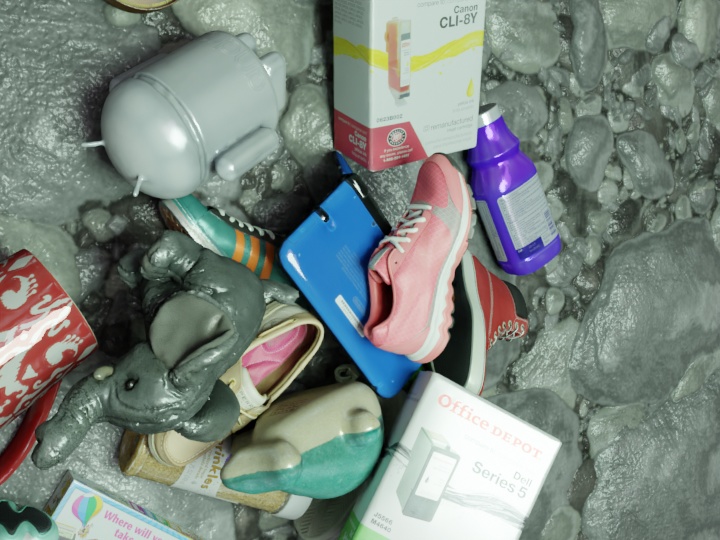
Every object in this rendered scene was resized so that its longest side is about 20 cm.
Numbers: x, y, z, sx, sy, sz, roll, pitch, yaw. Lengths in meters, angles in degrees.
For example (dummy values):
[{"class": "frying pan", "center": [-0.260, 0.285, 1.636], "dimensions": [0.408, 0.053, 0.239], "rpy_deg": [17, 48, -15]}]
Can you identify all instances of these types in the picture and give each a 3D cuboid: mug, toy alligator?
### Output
[{"class": "mug", "center": [-0.335, 0.093, 0.693], "dimensions": [0.133, 0.178, 0.199], "rpy_deg": [43, 65, 13]}, {"class": "toy alligator", "center": [0.053, 0.125, 0.938], "dimensions": [0.196, 0.060, 0.055], "rpy_deg": [-2, 138, -26]}]

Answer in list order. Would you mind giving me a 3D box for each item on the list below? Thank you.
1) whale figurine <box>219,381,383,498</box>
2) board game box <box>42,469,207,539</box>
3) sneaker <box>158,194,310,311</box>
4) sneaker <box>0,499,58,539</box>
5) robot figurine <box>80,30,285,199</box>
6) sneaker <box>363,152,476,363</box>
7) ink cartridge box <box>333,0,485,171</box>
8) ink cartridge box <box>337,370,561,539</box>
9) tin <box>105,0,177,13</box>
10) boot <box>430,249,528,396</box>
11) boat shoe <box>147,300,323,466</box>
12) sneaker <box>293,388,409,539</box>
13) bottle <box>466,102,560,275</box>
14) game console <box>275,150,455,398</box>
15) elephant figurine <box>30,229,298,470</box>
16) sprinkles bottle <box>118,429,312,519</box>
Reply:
[{"class": "whale figurine", "center": [-0.050, 0.174, 0.758], "dimensions": [0.200, 0.156, 0.106], "rpy_deg": [-22, 97, -70]}, {"class": "board game box", "center": [-0.237, 0.304, 0.798], "dimensions": [0.199, 0.034, 0.136], "rpy_deg": [38, 77, -27]}, {"class": "sneaker", "center": [-0.116, -0.021, 0.818], "dimensions": [0.080, 0.071, 0.200], "rpy_deg": [-51, 124, -16]}, {"class": "sneaker", "center": [-0.362, 0.283, 0.702], "dimensions": [0.196, 0.078, 0.143], "rpy_deg": [-2, 100, -12]}, {"class": "robot figurine", "center": [-0.154, -0.143, 0.746], "dimensions": [0.200, 0.168, 0.114], "rpy_deg": [-42, 153, -32]}, {"class": "sneaker", "center": [0.051, -0.017, 0.768], "dimensions": [0.085, 0.073, 0.204], "rpy_deg": [11, 86, -31]}, {"class": "ink cartridge box", "center": [0.050, -0.223, 0.846], "dimensions": [0.143, 0.083, 0.204], "rpy_deg": [-16, 122, -26]}, {"class": "ink cartridge box", "center": [0.082, 0.218, 0.785], "dimensions": [0.144, 0.084, 0.203], "rpy_deg": [27, 83, -1]}, {"class": "tin", "center": [-0.239, -0.322, 0.735], "dimensions": [0.199, 0.042, 0.113], "rpy_deg": [41, 71, -26]}, {"class": "boot", "center": [0.149, 0.079, 0.933], "dimensions": [0.143, 0.072, 0.203], "rpy_deg": [32, 44, -31]}, {"class": "boat shoe", "center": [-0.113, 0.106, 0.761], "dimensions": [0.200, 0.069, 0.074], "rpy_deg": [-47, 120, -20]}, {"class": "sneaker", "center": [0.005, 0.217, 0.895], "dimensions": [0.201, 0.075, 0.084], "rpy_deg": [-53, 146, 11]}, {"class": "bottle", "center": [0.175, -0.098, 0.974], "dimensions": [0.083, 0.065, 0.203], "rpy_deg": [-33, 109, -23]}, {"class": "game console", "center": [0.000, 0.000, 0.848], "dimensions": [0.171, 0.118, 0.201], "rpy_deg": [-46, 114, -23]}, {"class": "elephant figurine", "center": [-0.154, 0.080, 0.676], "dimensions": [0.142, 0.153, 0.202], "rpy_deg": [46, 29, -37]}, {"class": "sprinkles bottle", "center": [-0.141, 0.197, 0.823], "dimensions": [0.198, 0.068, 0.069], "rpy_deg": [24, 83, -29]}]
